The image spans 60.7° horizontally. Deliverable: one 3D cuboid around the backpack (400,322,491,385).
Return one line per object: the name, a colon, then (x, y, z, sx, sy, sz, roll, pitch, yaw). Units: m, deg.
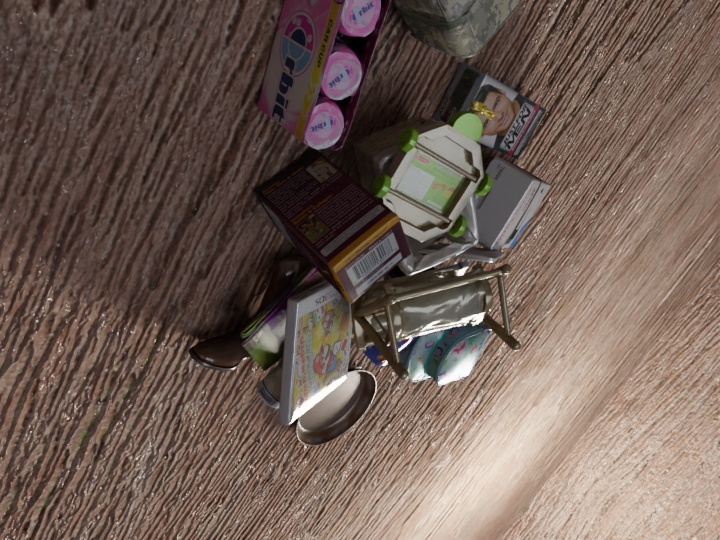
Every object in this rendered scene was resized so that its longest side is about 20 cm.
backpack: (0.158, 0.144, 1.269, 0.199, 0.151, 0.178, -2, 125, -37)

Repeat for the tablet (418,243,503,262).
tablet: (0.175, -0.033, 1.061, 0.200, 0.129, 0.014, -12, 109, -72)

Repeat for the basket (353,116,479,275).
basket: (0.082, -0.120, 0.933, 0.135, 0.123, 0.201, -24, 124, -11)

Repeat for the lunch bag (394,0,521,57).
lunch bag: (0.124, -0.399, 0.757, 0.200, 0.139, 0.168, -49, 143, 1)

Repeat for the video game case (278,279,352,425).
video game case: (-0.062, 0.114, 0.957, 0.182, 0.023, 0.201, -27, 128, -59)

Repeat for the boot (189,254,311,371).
boot: (-0.154, 0.055, 0.948, 0.186, 0.064, 0.201, -2, 128, -59)

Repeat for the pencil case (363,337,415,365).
pencil case: (0.079, 0.095, 1.162, 0.078, 0.087, 0.200, 29, 121, -28)

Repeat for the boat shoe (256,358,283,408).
boat shoe: (-0.101, 0.157, 1.025, 0.086, 0.075, 0.202, -44, 174, 14)

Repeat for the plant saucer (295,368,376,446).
plant saucer: (-0.054, 0.275, 1.265, 0.199, 0.032, 0.201, -25, 137, -26)

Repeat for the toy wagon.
toy wagon: (0.110, -0.138, 0.838, 0.155, 0.040, 0.201, 23, 105, -31)

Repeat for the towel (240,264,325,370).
towel: (-0.100, 0.063, 0.963, 0.200, 0.023, 0.144, -47, 156, -15)

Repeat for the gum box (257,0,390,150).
gum box: (-0.049, -0.255, 0.738, 0.066, 0.113, 0.201, -4, 126, -41)

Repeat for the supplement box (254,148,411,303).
supplement box: (-0.040, -0.066, 0.841, 0.110, 0.200, 0.086, -39, 142, -11)

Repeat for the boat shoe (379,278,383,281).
boat shoe: (0.000, 0.000, 1.053, 0.068, 0.072, 0.200, -18, 145, -2)

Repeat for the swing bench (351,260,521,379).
swing bench: (0.105, 0.062, 0.951, 0.198, 0.200, 0.131, -13, 100, -18)

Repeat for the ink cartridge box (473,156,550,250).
ink cartridge box: (0.264, -0.120, 1.133, 0.145, 0.084, 0.200, -61, 160, 17)

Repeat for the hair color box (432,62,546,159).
hair color box: (0.220, -0.263, 1.033, 0.199, 0.061, 0.099, 7, 117, -46)

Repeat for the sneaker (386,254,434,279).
sneaker: (0.098, -0.013, 1.098, 0.199, 0.104, 0.060, 10, 115, -47)
